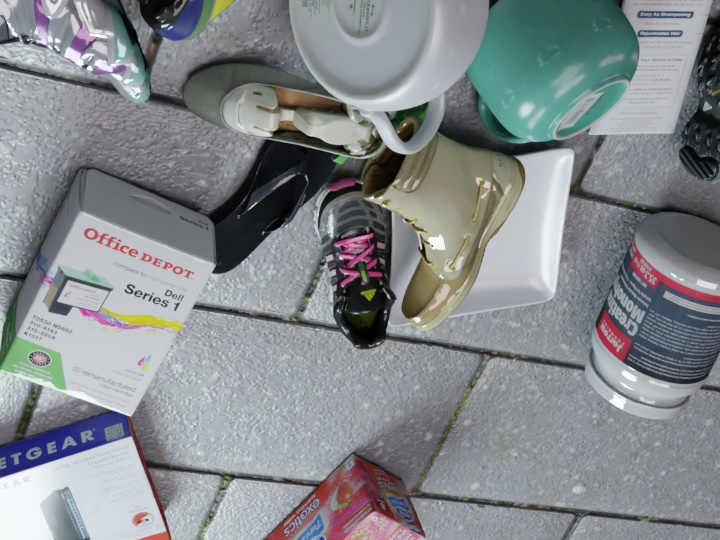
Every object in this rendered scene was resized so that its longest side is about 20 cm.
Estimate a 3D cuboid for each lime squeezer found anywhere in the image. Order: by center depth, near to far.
[{"bbox_3d":[0.048,-0.183,1.403,0.070,0.038,0.201,24,110,-18],"label":"lime squeezer"}]

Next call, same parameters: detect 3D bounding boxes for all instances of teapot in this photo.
[{"bbox_3d":[0.043,-0.235,1.288,0.146,0.198,0.200,-17,161,-49],"label":"teapot"}]

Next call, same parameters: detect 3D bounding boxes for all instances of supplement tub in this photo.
[{"bbox_3d":[0.342,0.050,1.612,0.139,0.141,0.201,5,123,-23],"label":"supplement tub"}]

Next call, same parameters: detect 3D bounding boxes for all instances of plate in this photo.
[{"bbox_3d":[0.121,-0.040,1.537,0.198,0.032,0.201,-9,127,-14],"label":"plate"}]

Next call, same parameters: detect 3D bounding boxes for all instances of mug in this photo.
[{"bbox_3d":[0.186,-0.189,1.366,0.151,0.115,0.185,-33,163,-1],"label":"mug"}]

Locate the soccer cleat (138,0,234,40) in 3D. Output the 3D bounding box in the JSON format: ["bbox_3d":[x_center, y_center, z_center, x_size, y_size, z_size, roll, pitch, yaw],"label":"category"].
[{"bbox_3d":[-0.115,-0.285,1.265,0.200,0.065,0.084,-48,156,12],"label":"soccer cleat"}]

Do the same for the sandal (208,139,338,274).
[{"bbox_3d":[-0.089,-0.067,1.435,0.076,0.043,0.200,28,112,-34],"label":"sandal"}]

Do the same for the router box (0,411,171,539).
[{"bbox_3d":[-0.326,0.258,1.588,0.198,0.049,0.180,-18,129,-6],"label":"router box"}]

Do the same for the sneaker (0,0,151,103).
[{"bbox_3d":[-0.277,-0.208,1.249,0.139,0.078,0.201,-27,120,3],"label":"sneaker"}]

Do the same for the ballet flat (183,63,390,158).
[{"bbox_3d":[-0.066,-0.148,1.348,0.198,0.064,0.068,9,116,-11],"label":"ballet flat"}]

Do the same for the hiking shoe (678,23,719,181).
[{"bbox_3d":[0.396,-0.192,1.511,0.086,0.074,0.201,-14,132,-40],"label":"hiking shoe"}]

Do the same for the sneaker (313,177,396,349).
[{"bbox_3d":[0.000,0.000,1.488,0.073,0.088,0.201,-12,128,-10],"label":"sneaker"}]

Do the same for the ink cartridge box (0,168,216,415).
[{"bbox_3d":[-0.246,0.023,1.408,0.144,0.084,0.201,22,116,-21],"label":"ink cartridge box"}]

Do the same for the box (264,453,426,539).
[{"bbox_3d":[-0.030,0.329,1.714,0.095,0.100,0.200,33,110,-35],"label":"box"}]

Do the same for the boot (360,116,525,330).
[{"bbox_3d":[0.057,-0.045,1.434,0.155,0.073,0.201,18,110,-35],"label":"boot"}]

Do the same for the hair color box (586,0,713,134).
[{"bbox_3d":[0.280,-0.235,1.430,0.099,0.061,0.201,-3,126,-18],"label":"hair color box"}]
